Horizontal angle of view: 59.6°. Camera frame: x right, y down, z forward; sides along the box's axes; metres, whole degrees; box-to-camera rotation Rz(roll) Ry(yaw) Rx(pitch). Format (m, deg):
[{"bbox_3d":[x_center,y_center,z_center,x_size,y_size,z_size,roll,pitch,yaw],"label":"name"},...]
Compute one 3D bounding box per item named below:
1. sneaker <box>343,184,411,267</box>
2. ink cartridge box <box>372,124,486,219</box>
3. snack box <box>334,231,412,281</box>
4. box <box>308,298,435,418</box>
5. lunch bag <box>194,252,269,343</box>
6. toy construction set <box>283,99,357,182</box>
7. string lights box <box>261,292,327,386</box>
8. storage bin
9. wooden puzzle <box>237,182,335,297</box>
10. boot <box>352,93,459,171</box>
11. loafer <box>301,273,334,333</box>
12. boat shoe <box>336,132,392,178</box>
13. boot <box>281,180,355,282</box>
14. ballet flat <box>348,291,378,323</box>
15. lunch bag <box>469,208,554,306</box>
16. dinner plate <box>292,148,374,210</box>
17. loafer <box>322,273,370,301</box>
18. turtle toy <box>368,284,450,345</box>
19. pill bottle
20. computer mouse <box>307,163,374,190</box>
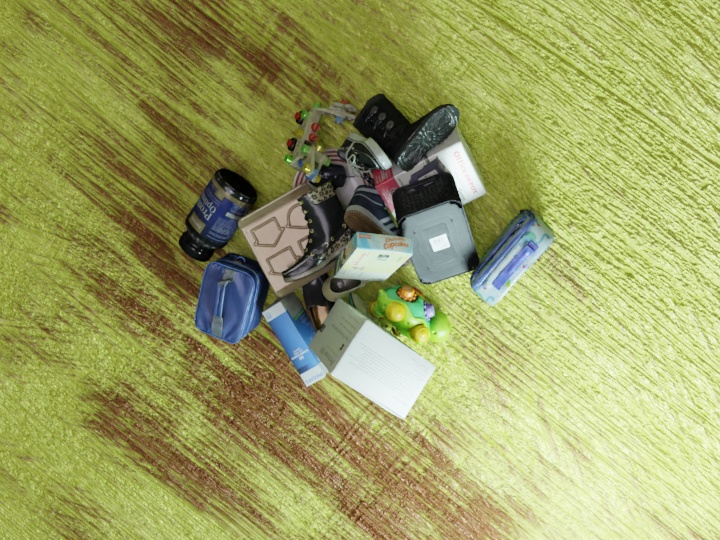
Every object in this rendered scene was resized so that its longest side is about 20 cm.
[{"bbox_3d":[0.050,-0.101,1.365,0.069,0.110,0.199,-25,127,37],"label":"sneaker"},{"bbox_3d":[0.144,-0.191,1.312,0.197,0.085,0.145,-26,128,16],"label":"ink cartridge box"},{"bbox_3d":[0.021,-0.024,1.277,0.113,0.200,0.038,5,73,-14],"label":"snack box"},{"bbox_3d":[0.019,0.183,1.334,0.198,0.199,0.132,35,87,-21],"label":"box"},{"bbox_3d":[-0.299,0.059,1.471,0.133,0.132,0.204,17,107,7],"label":"lunch bag"},{"bbox_3d":[-0.094,-0.286,1.340,0.092,0.130,0.203,38,73,-33],"label":"toy construction set"},{"bbox_3d":[-0.142,0.157,1.476,0.058,0.103,0.202,-29,96,16],"label":"string lights box"},{"bbox_3d":[0.155,-0.082,1.289,0.133,0.095,0.202,-18,134,10],"label":"storage bin"},{"bbox_3d":[-0.152,-0.068,1.418,0.183,0.046,0.203,-28,102,3],"label":"wooden puzzle"},{"bbox_3d":[0.089,-0.310,1.288,0.164,0.201,0.066,-41,133,2],"label":"boot"},{"bbox_3d":[-0.097,0.070,1.462,0.072,0.072,0.204,-20,98,17],"label":"loafer"},{"bbox_3d":[0.000,-0.234,1.290,0.068,0.199,0.074,-41,124,-2],"label":"boat shoe"},{"bbox_3d":[-0.108,-0.082,1.357,0.201,0.073,0.156,-31,101,-5],"label":"boot"},{"bbox_3d":[0.017,0.142,1.466,0.068,0.070,0.205,-6,104,13],"label":"ballet flat"},{"bbox_3d":[0.311,-0.029,1.303,0.082,0.161,0.201,38,109,0],"label":"lunch bag"},{"bbox_3d":[-0.058,-0.172,1.420,0.195,0.024,0.205,3,104,12],"label":"dinner plate"},{"bbox_3d":[0.000,0.000,1.405,0.199,0.068,0.076,-41,93,-2],"label":"loafer"},{"bbox_3d":[0.117,0.100,1.400,0.199,0.145,0.102,40,78,-17],"label":"turtle toy"},{"bbox_3d":[-0.332,-0.123,1.445,0.111,0.112,0.201,39,108,1],"label":"pill bottle"},{"bbox_3d":[-0.025,-0.203,1.377,0.195,0.034,0.060,4,104,11],"label":"computer mouse"}]
